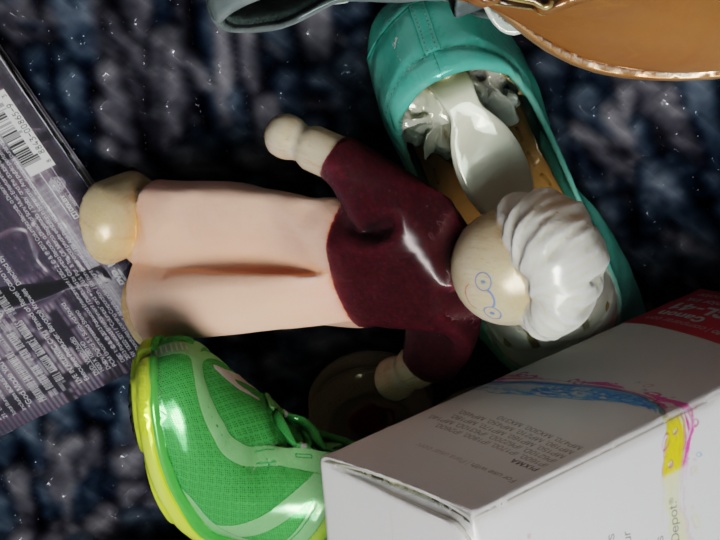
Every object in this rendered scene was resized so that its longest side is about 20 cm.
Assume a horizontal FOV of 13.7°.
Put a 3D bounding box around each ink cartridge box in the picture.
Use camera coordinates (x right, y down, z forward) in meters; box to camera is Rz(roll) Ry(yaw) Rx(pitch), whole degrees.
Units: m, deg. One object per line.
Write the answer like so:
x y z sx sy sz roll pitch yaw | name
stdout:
0.089 0.108 1.084 0.200 0.086 0.148 -20 115 -35 | ink cartridge box

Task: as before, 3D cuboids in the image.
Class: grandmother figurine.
0.000 0.000 1.070 0.200 0.061 0.121 -1 137 34 | grandmother figurine

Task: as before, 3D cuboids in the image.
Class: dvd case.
-0.186 0.014 1.138 0.200 0.016 0.149 -26 122 10 | dvd case

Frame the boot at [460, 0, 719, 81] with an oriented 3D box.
0.076 -0.107 0.933 0.200 0.155 0.077 20 91 -10 | boot

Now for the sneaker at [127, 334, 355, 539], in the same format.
-0.011 0.081 1.111 0.083 0.074 0.200 -31 125 22 | sneaker

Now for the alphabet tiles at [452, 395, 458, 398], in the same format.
0.031 0.133 1.205 0.200 0.008 0.167 -30 123 19 | alphabet tiles

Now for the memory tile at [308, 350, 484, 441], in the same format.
0.057 0.113 1.215 0.199 0.017 0.154 15 125 -14 | memory tile

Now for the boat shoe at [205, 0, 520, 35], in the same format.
0.041 -0.106 1.042 0.199 0.062 0.073 4 159 -2 | boat shoe

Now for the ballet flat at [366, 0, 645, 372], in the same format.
0.056 -0.013 1.112 0.067 0.070 0.200 -23 122 9 | ballet flat
